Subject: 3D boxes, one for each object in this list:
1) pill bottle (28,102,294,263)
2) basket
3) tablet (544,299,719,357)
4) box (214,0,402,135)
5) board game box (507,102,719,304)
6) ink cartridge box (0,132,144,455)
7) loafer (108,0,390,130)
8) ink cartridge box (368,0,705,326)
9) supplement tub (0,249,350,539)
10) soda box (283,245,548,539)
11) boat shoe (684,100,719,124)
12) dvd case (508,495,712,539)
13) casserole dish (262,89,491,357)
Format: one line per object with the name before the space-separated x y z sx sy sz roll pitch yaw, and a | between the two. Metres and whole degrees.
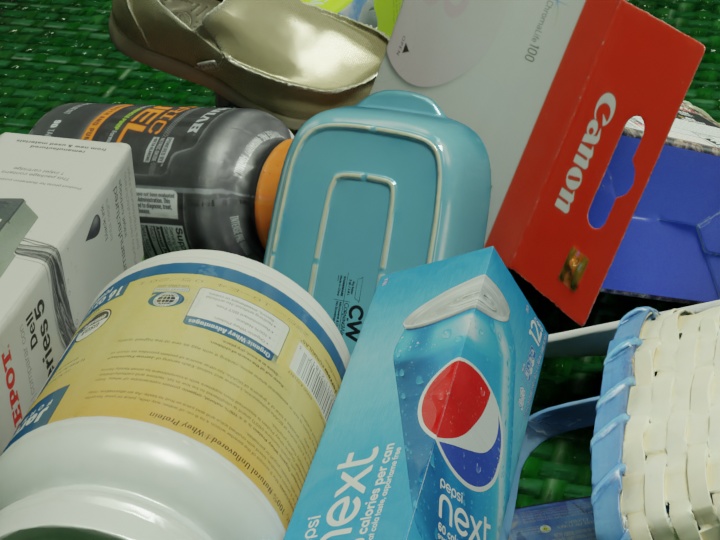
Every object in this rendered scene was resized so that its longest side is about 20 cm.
pill bottle | -0.104 -0.046 0.986 0.199 0.107 0.106 5 32 32
basket | 0.135 0.105 0.710 0.199 0.139 0.177 -16 32 30
tablet | 0.183 0.028 0.832 0.130 0.014 0.200 -1 -9 -32
box | -0.028 -0.130 1.122 0.047 0.122 0.200 14 36 23
board game box | 0.123 -0.072 0.991 0.159 0.097 0.200 8 23 -35
ink cartridge box | -0.183 0.040 0.850 0.084 0.146 0.200 6 34 12
loafer | -0.066 -0.143 0.989 0.199 0.068 0.076 17 55 14
ink cartridge box | 0.078 -0.088 0.879 0.057 0.163 0.200 9 22 -30
supplement tub | -0.089 0.098 0.753 0.144 0.145 0.200 4 33 11
soda box | 0.027 0.082 0.735 0.068 0.064 0.200 -16 35 30
boat shoe | 0.215 -0.081 1.080 0.072 0.062 0.200 -22 36 -27
dvd case | 0.155 0.167 0.741 0.142 0.018 0.200 -7 32 -8
casserole dish | 0.000 0.000 0.865 0.121 0.201 0.039 9 -2 22
